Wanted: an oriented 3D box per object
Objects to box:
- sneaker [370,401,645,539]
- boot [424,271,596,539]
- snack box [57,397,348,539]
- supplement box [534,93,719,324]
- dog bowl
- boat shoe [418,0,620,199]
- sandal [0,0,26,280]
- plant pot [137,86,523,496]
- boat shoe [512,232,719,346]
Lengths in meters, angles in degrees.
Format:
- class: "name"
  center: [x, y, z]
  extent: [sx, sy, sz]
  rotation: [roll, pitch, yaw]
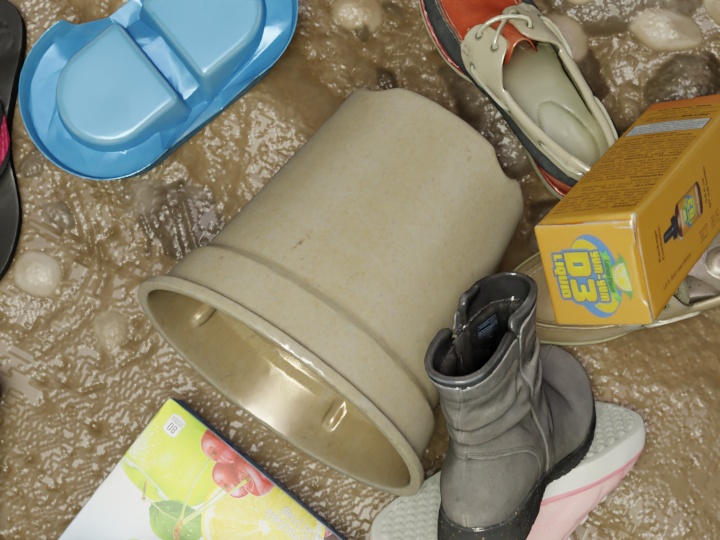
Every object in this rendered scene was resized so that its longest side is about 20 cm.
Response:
- class: "sneaker"
  center: [0.098, 0.163, 0.820]
  extent: [0.198, 0.075, 0.106]
  rotation: [-26, 118, -25]
- class: "boot"
  center: [0.093, 0.058, 0.755]
  extent: [0.069, 0.200, 0.134]
  rotation: [4, 116, 19]
- class: "snack box"
  center: [-0.113, 0.209, 0.804]
  extent: [0.168, 0.068, 0.201]
  rotation: [38, 84, 3]
- class: "supplement box"
  center: [0.174, -0.041, 0.784]
  extent: [0.068, 0.200, 0.067]
  rotation: [-3, 114, 33]
- class: "dog bowl"
  center: [-0.130, -0.139, 0.865]
  extent: [0.199, 0.050, 0.112]
  rotation: [-40, 84, -7]
- class: "boat shoe"
  center: [0.105, -0.135, 0.863]
  extent: [0.071, 0.063, 0.201]
  rotation: [-32, 82, -4]
- class: "sandal"
  center: [-0.258, -0.086, 0.856]
  extent: [0.074, 0.045, 0.203]
  rotation: [2, 81, -1]
- class: "plant pot"
  center: [0.000, 0.000, 0.788]
  extent: [0.199, 0.201, 0.184]
  rotation: [34, 71, 4]
- class: "boat shoe"
  center: [0.188, 0.002, 0.842]
  extent: [0.197, 0.065, 0.073]
  rotation: [-9, 82, -3]
